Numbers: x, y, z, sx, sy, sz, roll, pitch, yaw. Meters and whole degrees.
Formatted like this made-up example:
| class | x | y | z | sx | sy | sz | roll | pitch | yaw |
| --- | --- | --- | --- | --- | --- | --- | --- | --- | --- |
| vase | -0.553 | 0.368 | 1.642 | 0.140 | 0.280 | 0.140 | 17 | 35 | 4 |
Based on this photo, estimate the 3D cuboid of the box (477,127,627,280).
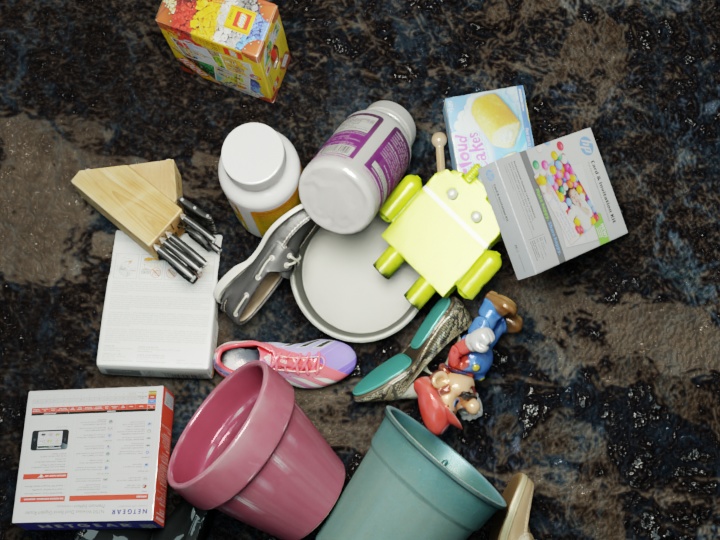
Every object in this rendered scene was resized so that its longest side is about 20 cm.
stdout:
| class | x | y | z | sx | sy | sz | roll | pitch | yaw |
| --- | --- | --- | --- | --- | --- | --- | --- | --- | --- |
| box | 0.261 | -0.092 | 1.590 | 0.198 | 0.041 | 0.158 | -20 | 90 | -38 |

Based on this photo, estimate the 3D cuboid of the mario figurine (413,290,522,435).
| class | x | y | z | sx | sy | sz | roll | pitch | yaw |
| --- | --- | --- | --- | --- | --- | --- | --- | --- | --- |
| mario figurine | 0.156 | 0.137 | 1.579 | 0.123 | 0.106 | 0.201 | 41 | 78 | -25 |

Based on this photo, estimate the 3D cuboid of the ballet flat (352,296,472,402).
| class | x | y | z | sx | sy | sz | roll | pitch | yaw |
| --- | --- | --- | --- | --- | --- | --- | --- | --- | --- |
| ballet flat | 0.081 | 0.126 | 1.621 | 0.200 | 0.068 | 0.075 | -45 | 109 | -6 |

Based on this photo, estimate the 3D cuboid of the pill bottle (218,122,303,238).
| class | x | y | z | sx | sy | sz | roll | pitch | yaw |
| --- | --- | --- | --- | --- | --- | --- | --- | --- | --- |
| pill bottle | -0.130 | -0.122 | 1.583 | 0.109 | 0.200 | 0.113 | -1 | 75 | 3 |

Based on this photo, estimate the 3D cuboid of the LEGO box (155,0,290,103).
| class | x | y | z | sx | sy | sz | roll | pitch | yaw |
| --- | --- | --- | --- | --- | --- | --- | --- | --- | --- |
| LEGO box | -0.182 | -0.316 | 1.617 | 0.147 | 0.200 | 0.078 | 20 | 82 | 5 |

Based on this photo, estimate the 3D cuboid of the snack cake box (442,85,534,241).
| class | x | y | z | sx | sy | sz | roll | pitch | yaw |
| --- | --- | --- | --- | --- | --- | --- | --- | --- | --- |
| snack cake box | 0.186 | -0.144 | 1.648 | 0.113 | 0.067 | 0.204 | -9 | 82 | -1 |

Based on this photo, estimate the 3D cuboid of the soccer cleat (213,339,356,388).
| class | x | y | z | sx | sy | sz | roll | pitch | yaw |
| --- | --- | --- | --- | --- | --- | --- | --- | --- | --- |
| soccer cleat | -0.104 | 0.125 | 1.615 | 0.196 | 0.077 | 0.068 | 1 | 82 | 2 |

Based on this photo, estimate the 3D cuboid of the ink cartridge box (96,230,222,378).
| class | x | y | z | sx | sy | sz | roll | pitch | yaw |
| --- | --- | --- | --- | --- | --- | --- | --- | --- | --- |
| ink cartridge box | -0.278 | 0.048 | 1.658 | 0.159 | 0.050 | 0.203 | 2 | 65 | 3 |

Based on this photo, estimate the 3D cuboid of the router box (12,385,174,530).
| class | x | y | z | sx | sy | sz | roll | pitch | yaw |
| --- | --- | --- | --- | --- | --- | --- | --- | --- | --- |
| router box | -0.356 | 0.251 | 1.584 | 0.196 | 0.049 | 0.183 | -2 | 67 | 9 |

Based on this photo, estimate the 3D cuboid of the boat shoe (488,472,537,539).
| class | x | y | z | sx | sy | sz | roll | pitch | yaw |
| --- | --- | --- | --- | --- | --- | --- | --- | --- | --- |
| boat shoe | 0.205 | 0.373 | 1.578 | 0.063 | 0.071 | 0.204 | 15 | 91 | -3 |

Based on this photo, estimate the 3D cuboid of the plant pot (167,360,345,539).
| class | x | y | z | sx | sy | sz | roll | pitch | yaw |
| --- | --- | --- | --- | --- | --- | --- | --- | --- | --- |
| plant pot | -0.124 | 0.249 | 1.539 | 0.179 | 0.200 | 0.201 | 42 | 85 | -20 |

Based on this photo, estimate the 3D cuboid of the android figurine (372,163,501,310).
| class | x | y | z | sx | sy | sz | roll | pitch | yaw |
| --- | --- | --- | --- | --- | --- | --- | --- | --- | --- |
| android figurine | 0.112 | -0.051 | 1.594 | 0.200 | 0.041 | 0.182 | -46 | 76 | 8 |

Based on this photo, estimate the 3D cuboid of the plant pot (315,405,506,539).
| class | x | y | z | sx | sy | sz | roll | pitch | yaw |
| --- | --- | --- | --- | --- | --- | --- | --- | --- | --- |
| plant pot | 0.055 | 0.317 | 1.534 | 0.199 | 0.200 | 0.197 | 37 | 92 | 6 |

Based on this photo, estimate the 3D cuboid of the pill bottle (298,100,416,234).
| class | x | y | z | sx | sy | sz | roll | pitch | yaw |
| --- | --- | --- | --- | --- | --- | --- | --- | --- | --- |
| pill bottle | 0.004 | -0.146 | 1.592 | 0.111 | 0.113 | 0.201 | 29 | 43 | 5 |

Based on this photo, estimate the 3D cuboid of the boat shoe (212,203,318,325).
| class | x | y | z | sx | sy | sz | roll | pitch | yaw |
| --- | --- | --- | --- | --- | --- | --- | --- | --- | --- |
| boat shoe | -0.116 | -0.010 | 1.604 | 0.200 | 0.074 | 0.061 | -44 | 67 | 10 |

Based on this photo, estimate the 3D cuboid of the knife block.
| class | x | y | z | sx | sy | sz | roll | pitch | yaw |
| --- | --- | --- | --- | --- | --- | --- | --- | --- | --- |
| knife block | -0.294 | -0.057 | 1.638 | 0.196 | 0.064 | 0.179 | -6 | 71 | 0 |

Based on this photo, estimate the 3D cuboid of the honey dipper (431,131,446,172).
| class | x | y | z | sx | sy | sz | roll | pitch | yaw |
| --- | --- | --- | --- | --- | --- | --- | --- | --- | --- |
| honey dipper | 0.118 | -0.096 | 1.663 | 0.037 | 0.038 | 0.204 | -2 | 78 | 1 |

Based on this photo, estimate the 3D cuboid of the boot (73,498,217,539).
| class | x | y | z | sx | sy | sz | roll | pitch | yaw |
| --- | --- | --- | --- | --- | --- | --- | --- | --- | --- |
| boot | -0.291 | 0.351 | 1.596 | 0.160 | 0.073 | 0.201 | 21 | 81 | 11 |

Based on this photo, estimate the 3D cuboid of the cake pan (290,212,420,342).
| class | x | y | z | sx | sy | sz | roll | pitch | yaw |
| --- | --- | --- | --- | --- | --- | --- | --- | --- | --- |
| cake pan | 0.000 | 0.000 | 1.649 | 0.196 | 0.037 | 0.204 | 0 | 82 | 2 |
